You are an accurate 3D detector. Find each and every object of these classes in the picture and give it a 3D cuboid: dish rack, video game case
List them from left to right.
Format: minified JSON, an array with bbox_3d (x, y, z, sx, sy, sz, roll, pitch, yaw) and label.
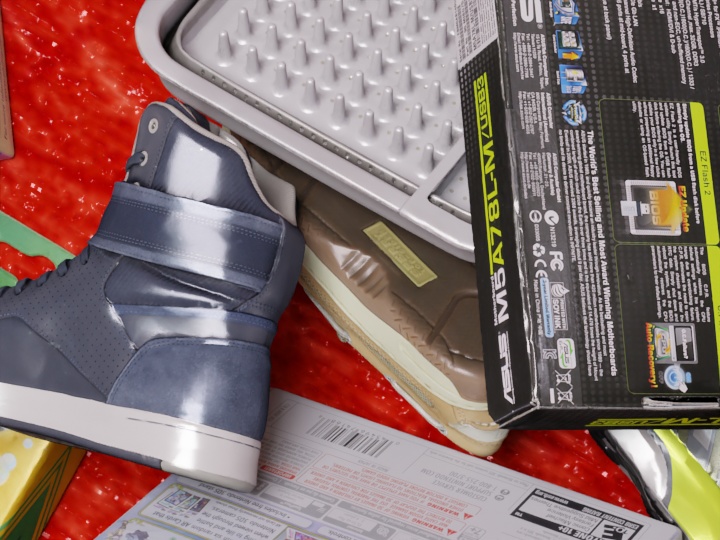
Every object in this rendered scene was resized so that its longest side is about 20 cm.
[{"bbox_3d":[-0.003,0.131,0.892,0.199,0.181,0.046,17,123,29],"label":"video game case"},{"bbox_3d":[0.023,-0.092,0.970,0.199,0.044,0.172,30,60,15],"label":"dish rack"}]

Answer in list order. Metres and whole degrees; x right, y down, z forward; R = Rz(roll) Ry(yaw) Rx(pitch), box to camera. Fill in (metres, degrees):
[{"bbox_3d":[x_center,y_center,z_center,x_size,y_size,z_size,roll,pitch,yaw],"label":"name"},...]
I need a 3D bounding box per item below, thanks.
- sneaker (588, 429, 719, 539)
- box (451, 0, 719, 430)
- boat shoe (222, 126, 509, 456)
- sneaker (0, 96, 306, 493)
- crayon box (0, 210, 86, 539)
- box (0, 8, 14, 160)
[{"bbox_3d":[0.134,0.051,0.948,0.081,0.074,0.201,-34,82,-4],"label":"sneaker"},{"bbox_3d":[0.136,-0.038,0.905,0.191,0.047,0.202,1,75,-24],"label":"box"},{"bbox_3d":[0.000,0.000,0.979,0.071,0.076,0.200,-20,55,-23],"label":"boat shoe"},{"bbox_3d":[-0.114,0.000,0.943,0.201,0.077,0.148,10,84,25],"label":"sneaker"},{"bbox_3d":[-0.193,0.072,1.024,0.125,0.052,0.201,29,90,15],"label":"crayon box"},{"bbox_3d":[-0.267,-0.097,0.986,0.174,0.200,0.098,-8,81,11],"label":"box"}]
